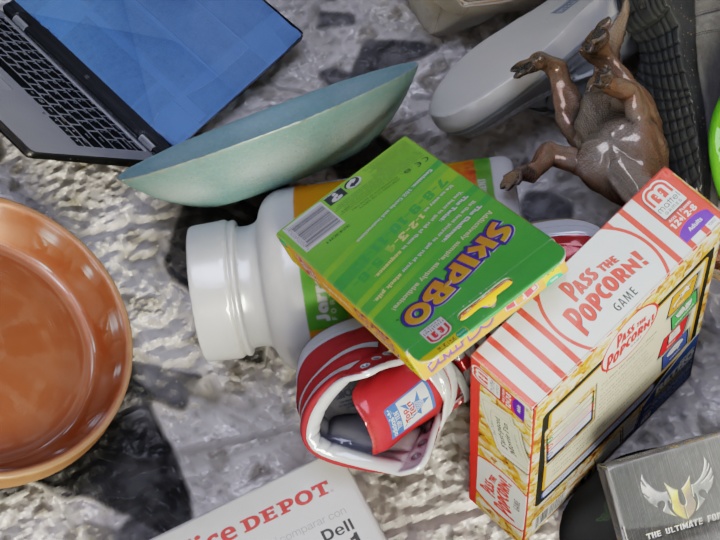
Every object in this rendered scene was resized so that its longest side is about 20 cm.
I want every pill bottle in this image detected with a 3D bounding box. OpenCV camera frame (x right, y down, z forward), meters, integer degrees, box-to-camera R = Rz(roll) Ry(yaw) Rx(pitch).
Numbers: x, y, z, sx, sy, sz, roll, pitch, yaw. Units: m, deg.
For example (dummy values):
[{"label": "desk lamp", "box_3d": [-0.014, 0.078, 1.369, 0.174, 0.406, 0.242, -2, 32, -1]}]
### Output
[{"label": "pill bottle", "box_3d": [0.000, 0.000, 1.265, 0.198, 0.111, 0.112, -8, 58, 3]}]

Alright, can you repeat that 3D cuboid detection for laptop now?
[{"label": "laptop", "box_3d": [-0.180, -0.167, 1.393, 0.187, 0.199, 0.116, 42, 112, 28]}]

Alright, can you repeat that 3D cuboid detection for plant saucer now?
[{"label": "plant saucer", "box_3d": [-0.051, -0.077, 1.308, 0.200, 0.201, 0.039, -22, 100, -5]}, {"label": "plant saucer", "box_3d": [-0.237, 0.043, 1.282, 0.199, 0.032, 0.202, 12, 55, -17]}]

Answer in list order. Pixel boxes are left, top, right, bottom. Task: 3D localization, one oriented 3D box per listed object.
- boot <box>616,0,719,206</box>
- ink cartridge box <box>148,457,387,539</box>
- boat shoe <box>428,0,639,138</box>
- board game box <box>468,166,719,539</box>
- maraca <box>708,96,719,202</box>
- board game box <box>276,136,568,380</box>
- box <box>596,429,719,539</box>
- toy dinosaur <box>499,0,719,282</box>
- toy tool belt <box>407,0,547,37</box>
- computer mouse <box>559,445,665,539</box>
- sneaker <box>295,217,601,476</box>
[{"label": "boot", "box_3d": [0.234, -0.124, 1.326, 0.131, 0.070, 0.202, -3, 88, -30]}, {"label": "ink cartridge box", "box_3d": [-0.030, 0.219, 1.150, 0.145, 0.085, 0.201, -25, 59, -8]}, {"label": "boat shoe", "box_3d": [0.131, -0.135, 1.356, 0.200, 0.069, 0.072, -41, 27, -25]}, {"label": "board game box", "box_3d": [0.126, 0.052, 1.160, 0.046, 0.200, 0.151, 41, 71, 20]}, {"label": "maraca", "box_3d": [0.287, -0.038, 1.249, 0.137, 0.107, 0.200, -41, 90, -20]}, {"label": "board game box", "box_3d": [0.032, -0.008, 1.128, 0.095, 0.030, 0.200, -37, 28, -7]}, {"label": "box", "box_3d": [0.243, 0.153, 1.131, 0.198, 0.048, 0.160, -15, 88, -1]}, {"label": "toy dinosaur", "box_3d": [0.158, -0.067, 1.255, 0.086, 0.135, 0.201, -35, 30, 29]}, {"label": "toy tool belt", "box_3d": [0.110, -0.246, 1.394, 0.199, 0.123, 0.125, -28, 59, -9]}, {"label": "computer mouse", "box_3d": [0.209, 0.129, 1.190, 0.198, 0.053, 0.139, -9, 59, 3]}, {"label": "sneaker", "box_3d": [0.053, 0.045, 1.161, 0.199, 0.072, 0.113, -27, 18, 12]}]
